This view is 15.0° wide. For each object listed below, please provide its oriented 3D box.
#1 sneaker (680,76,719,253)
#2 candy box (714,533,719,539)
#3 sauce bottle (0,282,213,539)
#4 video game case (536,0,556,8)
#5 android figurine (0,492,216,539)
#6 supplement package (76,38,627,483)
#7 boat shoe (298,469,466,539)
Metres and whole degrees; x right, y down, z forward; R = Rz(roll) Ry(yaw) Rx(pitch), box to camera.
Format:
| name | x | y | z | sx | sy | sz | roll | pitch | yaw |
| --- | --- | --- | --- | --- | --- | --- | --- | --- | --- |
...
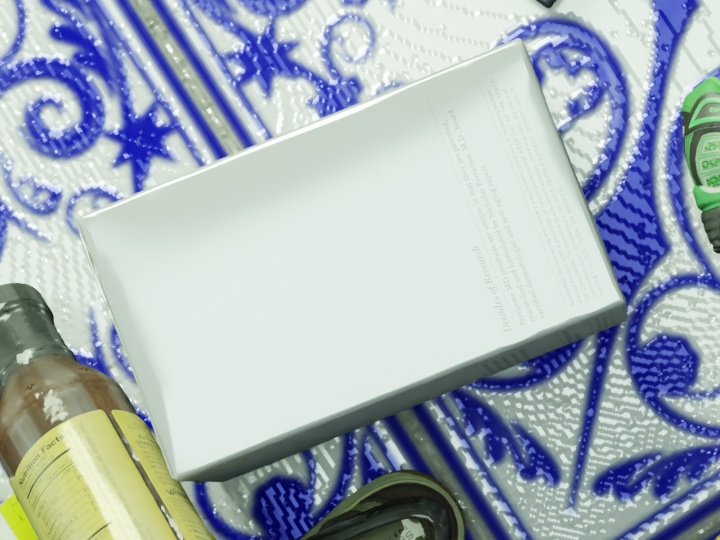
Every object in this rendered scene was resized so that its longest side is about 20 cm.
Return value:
| name | x | y | z | sx | sy | sz | roll | pitch | yaw |
| --- | --- | --- | --- | --- | --- | --- | --- | --- | --- |
| sneaker | 0.230 | -0.079 | 1.161 | 0.199 | 0.078 | 0.085 | -21 | 83 | 5 |
| candy box | 0.201 | 0.138 | 1.174 | 0.102 | 0.026 | 0.200 | 45 | 91 | 5 |
| sauce bottle | -0.112 | 0.086 | 1.140 | 0.065 | 0.065 | 0.200 | -35 | 53 | 3 |
| video game case | 0.088 | -0.239 | 1.219 | 0.143 | 0.019 | 0.200 | 37 | 89 | 8 |
| android figurine | -0.146 | 0.166 | 1.174 | 0.200 | 0.041 | 0.182 | -41 | 54 | 4 |
| supplement package | 0.000 | 0.000 | 1.158 | 0.199 | 0.121 | 0.120 | -22 | 84 | 3 |
| boat shoe | -0.039 | 0.162 | 1.178 | 0.073 | 0.065 | 0.200 | 44 | 92 | 6 |
